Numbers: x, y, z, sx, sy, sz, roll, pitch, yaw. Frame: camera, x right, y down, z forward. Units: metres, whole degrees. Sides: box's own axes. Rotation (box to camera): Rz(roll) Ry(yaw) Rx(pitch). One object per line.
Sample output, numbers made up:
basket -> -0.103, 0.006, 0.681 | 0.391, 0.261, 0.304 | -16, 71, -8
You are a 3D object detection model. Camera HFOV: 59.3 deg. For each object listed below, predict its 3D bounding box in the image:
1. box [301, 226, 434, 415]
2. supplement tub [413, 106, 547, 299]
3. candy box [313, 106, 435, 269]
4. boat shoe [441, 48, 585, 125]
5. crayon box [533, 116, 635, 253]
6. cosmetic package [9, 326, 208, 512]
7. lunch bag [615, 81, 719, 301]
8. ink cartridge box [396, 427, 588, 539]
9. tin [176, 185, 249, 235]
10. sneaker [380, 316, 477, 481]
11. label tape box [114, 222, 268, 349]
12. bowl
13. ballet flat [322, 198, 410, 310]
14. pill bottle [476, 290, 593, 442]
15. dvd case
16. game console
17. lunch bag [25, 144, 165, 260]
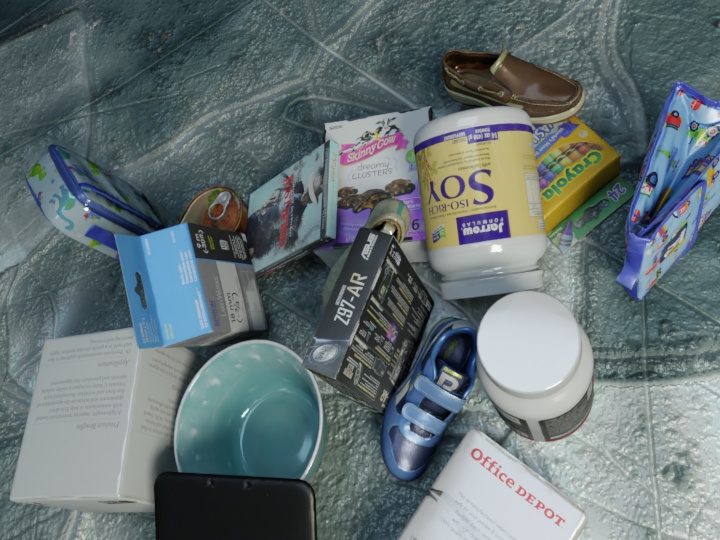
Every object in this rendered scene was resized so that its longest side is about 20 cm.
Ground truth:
box -> 0.019, 0.069, 0.731 | 0.043, 0.200, 0.163 | 16, 74, 26
supplement tub -> 0.143, -0.075, 0.750 | 0.142, 0.145, 0.205 | -8, 89, 17
candy box -> 0.027, -0.114, 0.882 | 0.164, 0.072, 0.205 | -5, 67, 19
boat shoe -> 0.188, -0.244, 0.818 | 0.199, 0.075, 0.076 | 19, 72, 33
crayon box -> 0.242, -0.139, 0.822 | 0.125, 0.052, 0.201 | -38, 60, 2
cosmetic package -> -0.311, 0.201, 0.821 | 0.161, 0.165, 0.205 | -7, 64, 18
lunch bag -> 0.334, -0.070, 0.698 | 0.093, 0.151, 0.202 | 29, 80, 29
ink cartridge box -> 0.124, 0.293, 0.658 | 0.145, 0.084, 0.201 | 33, 82, 29
tin -> -0.244, -0.034, 0.974 | 0.110, 0.042, 0.203 | 22, 76, 23
sneaker -> 0.083, 0.144, 0.731 | 0.073, 0.082, 0.204 | 25, 78, -7
label tape box -> -0.210, 0.020, 0.820 | 0.062, 0.199, 0.148 | -20, 79, 21
bowl -> -0.118, 0.200, 0.781 | 0.196, 0.105, 0.205 | -9, 64, 18
ballet flat -> 0.000, 0.000, 0.794 | 0.066, 0.063, 0.203 | 24, 117, -6
pill bottle -> 0.181, 0.102, 0.652 | 0.113, 0.200, 0.119 | -8, 64, 17
dvd case -> -0.102, -0.080, 0.896 | 0.198, 0.022, 0.149 | -22, 58, 42
game console -> -0.119, 0.314, 0.703 | 0.195, 0.177, 0.119 | -3, 54, 20
lunch bag -> -0.390, -0.090, 0.960 | 0.082, 0.200, 0.161 | -44, 58, 5
